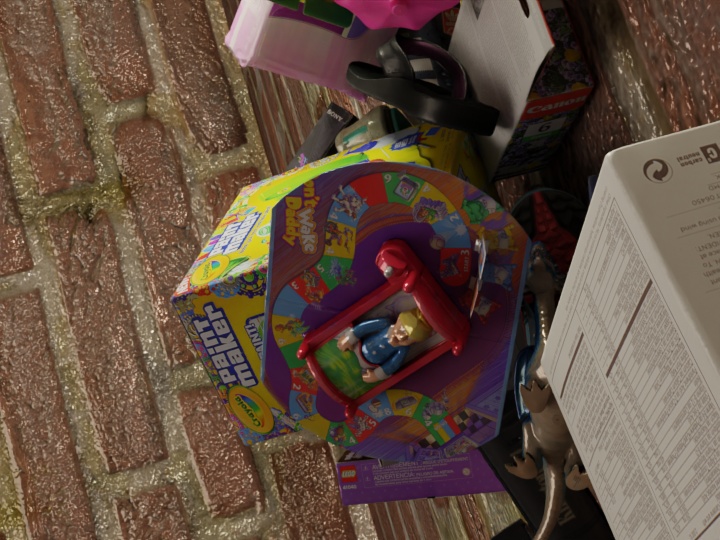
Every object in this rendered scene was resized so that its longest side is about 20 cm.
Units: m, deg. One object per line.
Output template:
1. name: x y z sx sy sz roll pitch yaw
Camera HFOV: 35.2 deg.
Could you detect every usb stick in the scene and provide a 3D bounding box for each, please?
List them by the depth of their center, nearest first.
1. usb stick: 0.140 0.163 0.849 0.200 0.055 0.033 56 -166 -34

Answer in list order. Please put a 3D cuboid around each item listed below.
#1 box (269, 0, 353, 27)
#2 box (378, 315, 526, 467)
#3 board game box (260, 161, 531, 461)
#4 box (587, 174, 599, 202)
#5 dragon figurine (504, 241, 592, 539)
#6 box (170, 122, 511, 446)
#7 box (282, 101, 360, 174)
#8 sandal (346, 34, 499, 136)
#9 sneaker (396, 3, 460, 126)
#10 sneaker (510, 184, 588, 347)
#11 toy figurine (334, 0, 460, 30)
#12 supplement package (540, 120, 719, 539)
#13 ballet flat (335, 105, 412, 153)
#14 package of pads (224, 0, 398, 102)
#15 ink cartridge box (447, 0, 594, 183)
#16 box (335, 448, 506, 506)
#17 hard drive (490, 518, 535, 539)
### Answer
1. box: -0.058 -0.263 0.752 0.048 0.117 0.202 -15 76 38
2. box: 0.066 0.056 0.942 0.200 0.175 0.097 -123 20 -67
3. board game box: 0.013 0.036 0.679 0.039 0.157 0.201 -62 -20 -65
4. box: 0.148 0.024 0.613 0.200 0.032 0.122 -69 -30 -67
5. dragon figurine: 0.124 0.083 0.715 0.100 0.058 0.201 -68 -21 -59
6. box: 0.000 0.000 0.804 0.200 0.191 0.123 -72 -39 -64
7. box: -0.002 -0.048 1.029 0.036 0.143 0.200 38 -176 38
8. sandal: 0.048 -0.137 0.805 0.200 0.075 0.048 -137 58 -64
9. sneaker: 0.067 -0.173 0.923 0.200 0.075 0.085 54 129 33
10. sneaker: 0.149 0.037 0.785 0.096 0.079 0.202 -60 -38 -76
11. toy figurine: 0.023 -0.250 0.742 0.200 0.149 0.186 -38 -54 -75
12. supplement package: 0.170 0.065 0.355 0.151 0.151 0.201 90 163 -61
13. ballet flat: 0.040 -0.085 0.974 0.200 0.062 0.068 35 -143 -56
14. package of pads: -0.017 -0.240 0.889 0.201 0.120 0.076 -65 31 26
15. ink cartridge box: 0.107 -0.148 0.746 0.200 0.050 0.110 105 150 -71
16. box: 0.069 0.143 0.967 0.200 0.136 0.039 -36 -63 -74
17. hard drive: 0.182 0.307 0.902 0.140 0.038 0.200 47 -169 -39
